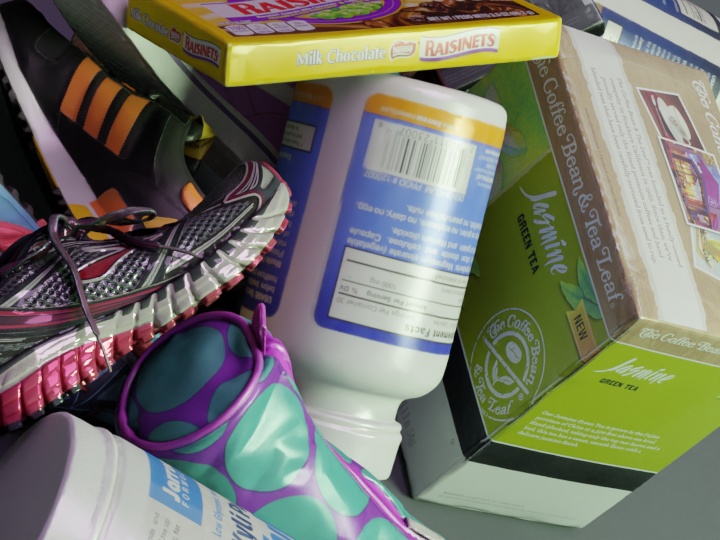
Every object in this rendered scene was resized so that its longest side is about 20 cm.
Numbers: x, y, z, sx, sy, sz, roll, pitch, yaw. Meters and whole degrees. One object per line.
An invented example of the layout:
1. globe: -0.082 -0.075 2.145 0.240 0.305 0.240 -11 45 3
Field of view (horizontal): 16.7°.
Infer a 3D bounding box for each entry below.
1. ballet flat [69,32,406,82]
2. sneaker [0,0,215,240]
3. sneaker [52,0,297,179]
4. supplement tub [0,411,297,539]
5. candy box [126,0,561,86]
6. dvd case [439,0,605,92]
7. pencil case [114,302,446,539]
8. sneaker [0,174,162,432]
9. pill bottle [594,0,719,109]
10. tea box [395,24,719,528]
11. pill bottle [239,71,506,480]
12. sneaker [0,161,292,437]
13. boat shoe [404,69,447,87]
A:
1. ballet flat: -0.070 -0.121 1.363 0.199 0.071 0.066 -4 55 -25
2. sneaker: -0.124 -0.067 1.254 0.090 0.070 0.201 -23 58 -10
3. sneaker: -0.081 -0.139 1.285 0.114 0.073 0.201 -51 120 -13
4. supplement tub: -0.080 0.165 1.083 0.199 0.132 0.132 33 39 -21
5. candy box: -0.007 -0.124 1.233 0.199 0.027 0.102 -8 22 -33
6. dvd case: 0.044 -0.204 1.546 0.025 0.149 0.201 75 -10 -69
7. pencil case: -0.029 0.109 1.171 0.200 0.092 0.085 50 14 -34
8. sneaker: -0.166 0.039 1.176 0.200 0.079 0.096 44 62 -12
9. pill bottle: 0.182 -0.135 1.630 0.199 0.111 0.112 23 43 -29
10. tea box: 0.114 0.006 1.365 0.133 0.197 0.201 14 48 -37
11. pill bottle: 0.000 0.000 1.257 0.112 0.112 0.201 12 94 -38
12. sneaker: -0.116 0.002 1.119 0.199 0.081 0.075 -33 94 -27
13. boat shoe: 0.017 -0.134 1.428 0.072 0.072 0.201 -54 130 -46
